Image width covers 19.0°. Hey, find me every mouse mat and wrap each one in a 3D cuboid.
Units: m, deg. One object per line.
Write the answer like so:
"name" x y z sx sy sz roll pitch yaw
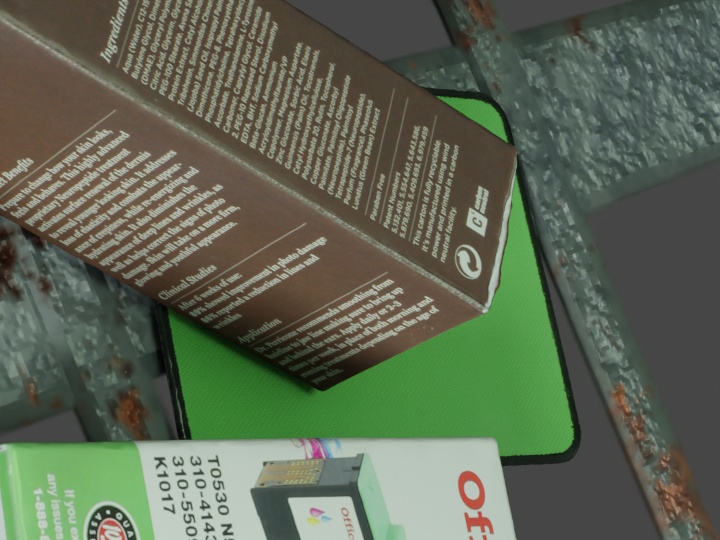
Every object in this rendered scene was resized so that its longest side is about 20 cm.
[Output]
"mouse mat" 0.000 0.000 0.823 0.200 0.008 0.161 2 71 -41

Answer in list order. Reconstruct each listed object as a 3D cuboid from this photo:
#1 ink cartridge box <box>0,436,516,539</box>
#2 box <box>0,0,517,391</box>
"ink cartridge box" -0.038 0.130 0.679 0.200 0.084 0.145 3 70 -41
"box" -0.056 -0.043 0.723 0.200 0.100 0.075 29 55 -27
